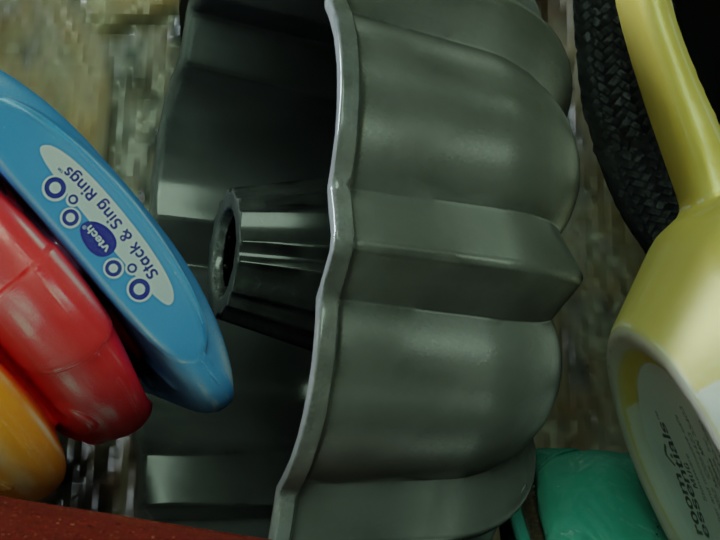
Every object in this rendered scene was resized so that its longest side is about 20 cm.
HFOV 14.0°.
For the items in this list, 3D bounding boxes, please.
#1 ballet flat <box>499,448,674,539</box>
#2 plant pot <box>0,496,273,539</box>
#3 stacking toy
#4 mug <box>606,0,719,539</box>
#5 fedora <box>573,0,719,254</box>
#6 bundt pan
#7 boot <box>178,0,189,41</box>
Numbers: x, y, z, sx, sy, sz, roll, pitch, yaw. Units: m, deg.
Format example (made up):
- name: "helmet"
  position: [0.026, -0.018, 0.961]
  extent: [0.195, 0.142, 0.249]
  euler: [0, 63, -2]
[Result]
- name: "ballet flat"
  position: [0.074, 0.113, 0.697]
  extent: [0.070, 0.067, 0.200]
  euler: [-7, 40, 3]
- name: "plant pot"
  position: [-0.046, 0.165, 0.658]
  extent: [0.200, 0.200, 0.177]
  euler: [9, 51, 4]
- name: "stacking toy"
  position: [-0.139, 0.044, 0.712]
  extent: [0.200, 0.110, 0.116]
  euler: [-42, 103, -11]
- name: "mug"
  position: [0.135, 0.006, 0.697]
  extent: [0.153, 0.150, 0.187]
  euler: [-25, 55, -11]
- name: "fedora"
  position: [0.119, -0.082, 0.785]
  extent: [0.200, 0.092, 0.201]
  euler: [-4, 100, -24]
- name: "bundt pan"
  position: [0.000, 0.000, 0.753]
  extent: [0.076, 0.202, 0.202]
  euler: [7, 58, -16]
- name: "boot"
  position: [0.004, -0.160, 0.839]
  extent: [0.077, 0.200, 0.139]
  euler: [7, 59, -34]
